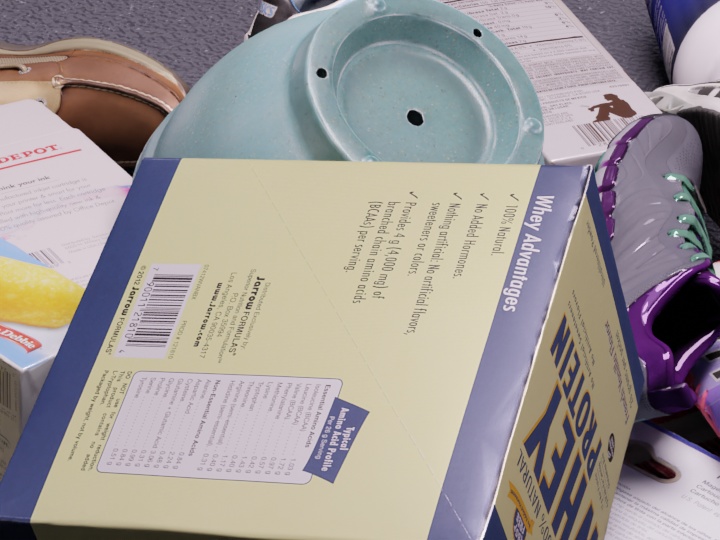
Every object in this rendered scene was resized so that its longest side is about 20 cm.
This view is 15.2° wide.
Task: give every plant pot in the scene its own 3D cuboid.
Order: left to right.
[{"bbox_3d":[0.007,-0.045,1.262,0.200,0.134,0.201,13,55,-19],"label":"plant pot"}]

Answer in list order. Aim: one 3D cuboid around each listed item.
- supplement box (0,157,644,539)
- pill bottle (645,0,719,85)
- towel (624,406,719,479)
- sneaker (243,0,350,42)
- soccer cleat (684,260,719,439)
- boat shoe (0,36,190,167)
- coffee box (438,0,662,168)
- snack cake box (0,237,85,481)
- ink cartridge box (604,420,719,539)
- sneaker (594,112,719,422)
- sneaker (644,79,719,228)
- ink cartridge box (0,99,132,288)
[{"bbox_3d":[-0.009,0.070,1.087,0.199,0.134,0.200,2,48,20],"label":"supplement box"},{"bbox_3d":[0.231,-0.130,1.547,0.115,0.116,0.200,1,32,-5],"label":"pill bottle"},{"bbox_3d":[0.182,0.097,1.263,0.144,0.023,0.200,-15,38,-32],"label":"towel"},{"bbox_3d":[-0.046,-0.103,1.429,0.072,0.200,0.072,40,-3,-26],"label":"sneaker"},{"bbox_3d":[0.173,0.048,1.254,0.076,0.067,0.200,-11,20,11],"label":"soccer cleat"},{"bbox_3d":[-0.187,-0.083,1.470,0.199,0.076,0.074,9,36,23],"label":"boat shoe"},{"bbox_3d":[0.092,-0.062,1.421,0.080,0.113,0.200,-10,33,-17],"label":"coffee box"},{"bbox_3d":[-0.194,0.040,1.219,0.200,0.115,0.067,29,39,34],"label":"snack cake box"},{"bbox_3d":[0.070,0.125,1.178,0.200,0.043,0.196,-25,39,-38],"label":"ink cartridge box"},{"bbox_3d":[0.145,0.001,1.239,0.087,0.074,0.200,-9,41,35],"label":"sneaker"},{"bbox_3d":[0.203,-0.064,1.354,0.088,0.074,0.200,-18,21,-13],"label":"sneaker"},{"bbox_3d":[-0.163,-0.006,1.342,0.117,0.067,0.200,-16,38,-30],"label":"ink cartridge box"}]
